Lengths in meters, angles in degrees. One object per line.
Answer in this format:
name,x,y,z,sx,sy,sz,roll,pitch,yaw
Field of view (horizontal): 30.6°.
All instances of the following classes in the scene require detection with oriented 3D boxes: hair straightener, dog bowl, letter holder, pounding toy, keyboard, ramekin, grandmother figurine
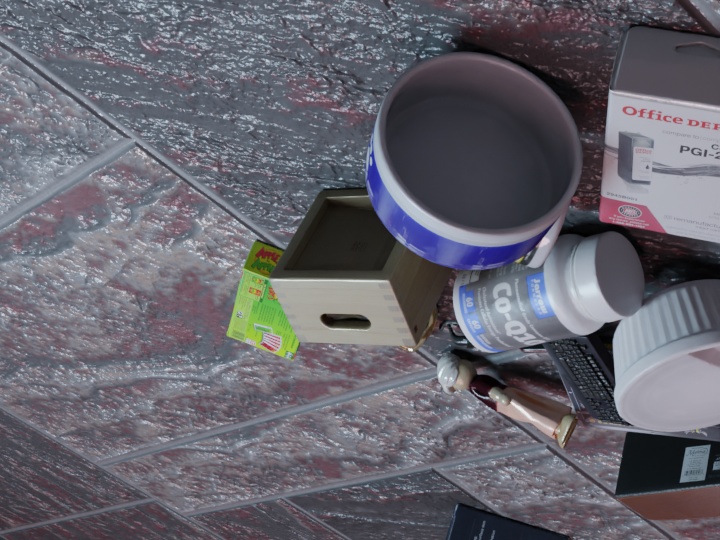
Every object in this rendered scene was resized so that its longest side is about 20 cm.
hair straightener,0.181,0.068,1.657,0.199,0.041,0.077,2,145,35
dog bowl,0.106,-0.105,1.259,0.199,0.201,0.079,21,152,-2
letter holder,0.466,0.279,1.758,0.142,0.101,0.199,37,145,-30
pounding toy,0.000,0.000,1.530,0.199,0.185,0.143,0,132,30
keyboard,0.305,0.134,1.603,0.126,0.021,0.200,-4,142,35
ramekin,0.374,0.091,1.466,0.201,0.095,0.203,-6,146,-4
grandmother figurine,0.190,0.169,1.752,0.199,0.061,0.121,27,162,17

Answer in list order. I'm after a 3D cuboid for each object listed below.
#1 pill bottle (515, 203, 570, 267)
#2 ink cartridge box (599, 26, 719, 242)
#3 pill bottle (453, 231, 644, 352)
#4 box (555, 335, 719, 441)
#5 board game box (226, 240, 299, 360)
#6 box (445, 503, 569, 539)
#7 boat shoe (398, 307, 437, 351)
pill bottle,0.113,-0.087,1.371,0.199,0.112,0.111,21,149,-2
ink cartridge box,0.304,-0.122,1.233,0.145,0.085,0.201,11,146,14
pill bottle,0.211,0.023,1.484,0.199,0.114,0.114,-16,134,45
box,0.361,0.148,1.659,0.199,0.049,0.159,3,146,27
board game box,-0.115,0.044,1.770,0.101,0.048,0.200,20,150,-1
box,0.223,0.522,2.186,0.199,0.198,0.118,16,150,6
boat shoe,0.061,0.055,1.667,0.073,0.067,0.200,15,149,8
